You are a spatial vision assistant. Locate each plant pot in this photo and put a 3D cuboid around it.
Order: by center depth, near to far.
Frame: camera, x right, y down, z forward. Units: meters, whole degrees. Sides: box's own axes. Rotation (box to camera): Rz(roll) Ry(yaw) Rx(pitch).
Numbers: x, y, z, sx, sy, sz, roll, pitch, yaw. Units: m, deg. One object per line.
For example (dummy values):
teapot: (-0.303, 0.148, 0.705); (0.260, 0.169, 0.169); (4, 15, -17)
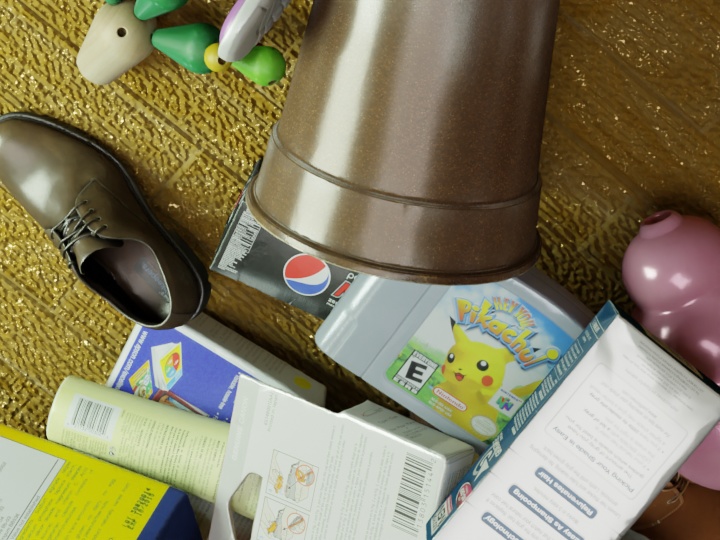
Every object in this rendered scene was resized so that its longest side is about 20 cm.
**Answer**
plant pot: (0.041, -0.120, 1.381); (0.200, 0.200, 0.199); (13, 113, 1)

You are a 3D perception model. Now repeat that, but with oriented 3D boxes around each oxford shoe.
oxford shoe: (-0.190, -0.037, 1.504); (0.200, 0.084, 0.073); (42, 106, 1)
oxford shoe: (0.215, 0.158, 1.551); (0.200, 0.072, 0.071); (29, 159, -21)

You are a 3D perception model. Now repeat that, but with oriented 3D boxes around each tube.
tube: (-0.129, 0.132, 1.562); (0.199, 0.052, 0.058); (18, 152, 8)

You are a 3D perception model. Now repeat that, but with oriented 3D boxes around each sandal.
sandal: (-0.048, -0.219, 1.353); (0.050, 0.203, 0.082); (29, 161, 4)

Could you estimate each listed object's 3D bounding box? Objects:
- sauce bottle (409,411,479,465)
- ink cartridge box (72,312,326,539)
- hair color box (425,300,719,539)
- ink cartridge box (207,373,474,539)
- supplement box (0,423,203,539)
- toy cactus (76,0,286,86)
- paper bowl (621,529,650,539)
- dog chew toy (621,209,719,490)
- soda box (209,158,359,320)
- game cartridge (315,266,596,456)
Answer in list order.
sauce bottle: (0.085, 0.113, 1.569); (0.200, 0.066, 0.066); (42, 116, -15)
ink cartridge box: (-0.109, 0.143, 1.608); (0.200, 0.047, 0.198); (31, 118, 2)
hair color box: (0.141, 0.129, 1.412); (0.100, 0.061, 0.200); (38, 97, -5)
ink cartridge box: (-0.021, 0.188, 1.521); (0.176, 0.045, 0.201); (21, 110, 27)
supplement box: (-0.227, 0.201, 1.570); (0.199, 0.109, 0.110); (18, 146, 21)
toy cactus: (-0.140, -0.187, 1.433); (0.200, 0.102, 0.165); (35, 137, -14)
paper bowl: (0.136, 0.262, 1.499); (0.200, 0.201, 0.104); (-22, 126, 19)
dog chew toy: (0.243, 0.051, 1.483); (0.124, 0.125, 0.200); (-19, 107, 18)
soda box: (0.000, 0.000, 1.513); (0.200, 0.071, 0.063); (25, 121, -6)
game cartridge: (0.084, 0.053, 1.464); (0.200, 0.040, 0.133); (33, 114, -6)
